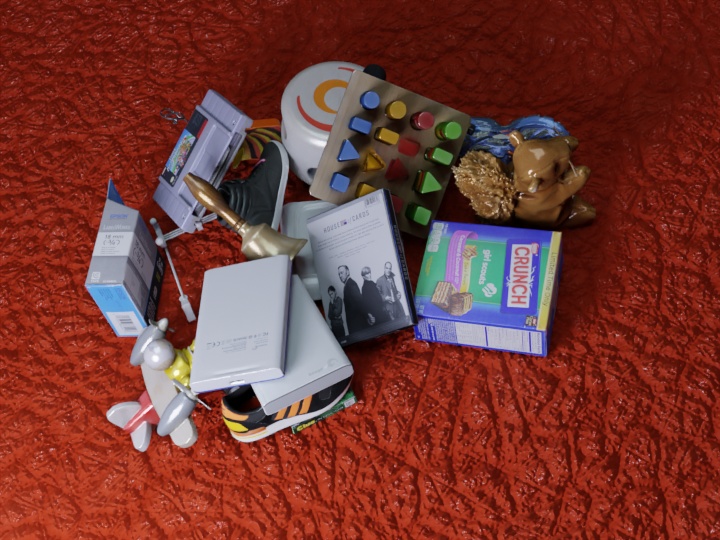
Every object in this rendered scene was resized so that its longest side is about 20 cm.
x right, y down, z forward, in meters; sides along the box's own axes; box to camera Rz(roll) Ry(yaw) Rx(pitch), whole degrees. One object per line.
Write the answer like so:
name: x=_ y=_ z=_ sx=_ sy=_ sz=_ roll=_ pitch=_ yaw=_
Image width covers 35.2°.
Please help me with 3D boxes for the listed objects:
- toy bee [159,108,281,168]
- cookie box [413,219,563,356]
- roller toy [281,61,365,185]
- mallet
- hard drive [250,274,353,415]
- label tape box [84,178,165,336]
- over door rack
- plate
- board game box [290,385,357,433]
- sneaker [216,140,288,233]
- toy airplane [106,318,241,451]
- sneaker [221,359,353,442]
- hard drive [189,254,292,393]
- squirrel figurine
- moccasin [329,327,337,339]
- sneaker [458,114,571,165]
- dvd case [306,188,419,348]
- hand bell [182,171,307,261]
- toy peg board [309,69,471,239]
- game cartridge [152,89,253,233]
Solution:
toy bee: x=-0.232 y=-0.209 z=1.901 sx=0.197 sy=0.110 sz=0.131 roll=13 pitch=27 yaw=4
cookie box: x=0.188 y=0.023 z=1.663 sx=0.197 sy=0.076 sz=0.173 roll=6 pitch=58 yaw=15
roller toy: x=-0.041 y=-0.231 z=1.840 sx=0.182 sy=0.141 sz=0.200 roll=-36 pitch=65 yaw=-24
mallet: x=0.082 y=-0.250 z=1.762 sx=0.198 sy=0.041 sz=0.066 roll=29 pitch=55 yaw=4
hard drive: x=-0.108 y=0.098 z=1.573 sx=0.130 sy=0.026 sz=0.201 roll=-24 pitch=45 yaw=-10
label tape box: x=-0.354 y=-0.022 z=1.755 sx=0.062 sy=0.145 sz=0.202 roll=-2 pitch=56 yaw=10
over door rack: x=-0.240 y=-0.039 z=1.794 sx=0.146 sy=0.067 sz=0.201 roll=-24 pitch=55 yaw=-5
plate: x=-0.030 y=-0.045 z=1.767 sx=0.196 sy=0.033 sz=0.202 roll=-6 pitch=51 yaw=4
board game box: x=-0.091 y=0.135 z=1.675 sx=0.104 sy=0.024 sz=0.201 roll=-24 pitch=55 yaw=-9
sneaker: x=-0.172 y=-0.137 z=1.776 sx=0.098 sy=0.071 sz=0.202 roll=22 pitch=52 yaw=-24
toy airplane: x=-0.278 y=0.157 z=1.620 sx=0.197 sy=0.142 sz=0.201 roll=2 pitch=48 yaw=28
sneaker: x=-0.102 y=0.166 z=1.584 sx=0.198 sy=0.090 sz=0.070 roll=-27 pitch=54 yaw=-5
hard drive: x=-0.163 y=0.071 z=1.573 sx=0.130 sy=0.026 sz=0.202 roll=-11 pitch=47 yaw=13
squirrel figurine: x=0.240 y=-0.132 z=1.677 sx=0.197 sy=0.187 sz=0.144 roll=-16 pitch=79 yaw=12
moccasin: x=-0.120 y=0.072 z=1.667 sx=0.197 sy=0.069 sz=0.081 roll=12 pitch=58 yaw=20
sneaker: x=0.243 y=-0.195 z=1.812 sx=0.197 sy=0.075 sz=0.080 roll=0 pitch=65 yaw=21
dvd case: x=0.000 y=0.000 z=1.658 sx=0.149 sy=0.025 sz=0.203 roll=-19 pitch=77 yaw=34
hand bell: x=-0.183 y=-0.074 z=1.683 sx=0.200 sy=0.104 sz=0.104 roll=43 pitch=68 yaw=-4
toy peg board: x=0.050 y=-0.172 z=1.701 sx=0.197 sy=0.098 sz=0.203 roll=20 pitch=93 yaw=-9
game cartridge: x=-0.252 y=-0.174 z=1.779 sx=0.129 sy=0.038 sz=0.202 roll=38 pitch=102 yaw=44
